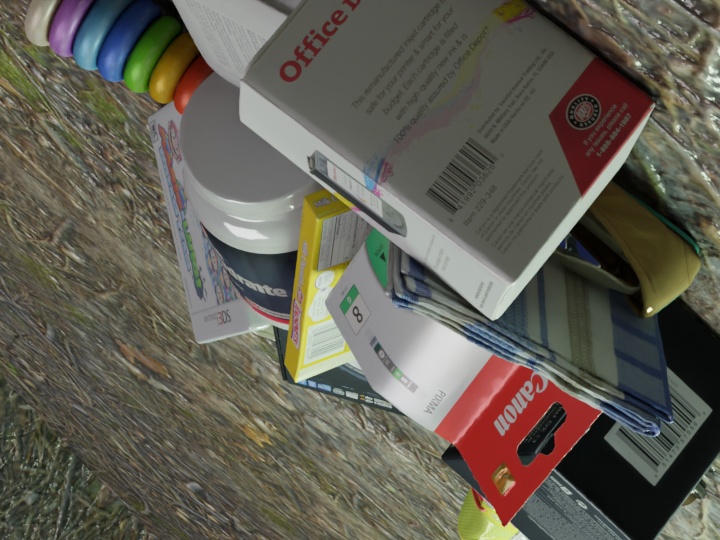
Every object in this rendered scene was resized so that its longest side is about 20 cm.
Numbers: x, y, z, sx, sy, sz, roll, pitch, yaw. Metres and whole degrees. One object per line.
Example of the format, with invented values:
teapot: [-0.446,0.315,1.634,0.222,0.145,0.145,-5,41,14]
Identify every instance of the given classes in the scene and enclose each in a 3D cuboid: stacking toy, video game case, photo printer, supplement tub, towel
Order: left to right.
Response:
stacking toy: [-0.155,-0.161,1.864,0.199,0.086,0.085,33,164,7]
video game case: [-0.127,-0.044,2.016,0.182,0.024,0.202,164,94,-72]
supplement tub: [-0.049,-0.055,1.784,0.140,0.141,0.200,32,163,25]
photo printer: [-0.030,-0.153,1.595,0.199,0.070,0.167,30,162,30]
towel: [0.102,0.018,1.511,0.199,0.024,0.147,27,-150,-15]

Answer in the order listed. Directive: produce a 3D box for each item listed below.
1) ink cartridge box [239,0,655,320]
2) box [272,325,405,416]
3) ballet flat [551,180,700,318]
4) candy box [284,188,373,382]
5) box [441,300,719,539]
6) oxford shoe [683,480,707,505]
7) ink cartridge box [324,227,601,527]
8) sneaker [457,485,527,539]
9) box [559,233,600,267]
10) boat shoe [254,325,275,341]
ink cartridge box: [0.049,-0.093,1.433,0.200,0.148,0.086,38,165,8]
box: [0.030,0.058,1.949,0.198,0.044,0.161,15,150,12]
ballet flat: [0.125,-0.047,1.540,0.200,0.063,0.069,39,165,2]
candy box: [0.000,0.000,1.744,0.026,0.102,0.201,54,155,28]
box: [0.167,0.108,1.721,0.107,0.149,0.200,42,164,-9]
oxford shoe: [0.201,0.168,1.940,0.073,0.085,0.200,47,162,-21]
ink cartridge box: [0.067,0.049,1.610,0.201,0.050,0.161,61,139,25]
sneaker: [0.113,0.148,1.928,0.090,0.201,0.079,7,-136,-26]
box: [0.082,0.009,1.665,0.119,0.041,0.200,49,133,18]
boat shoe: [-0.040,0.050,2.247,0.199,0.072,0.068,33,-159,-1]
